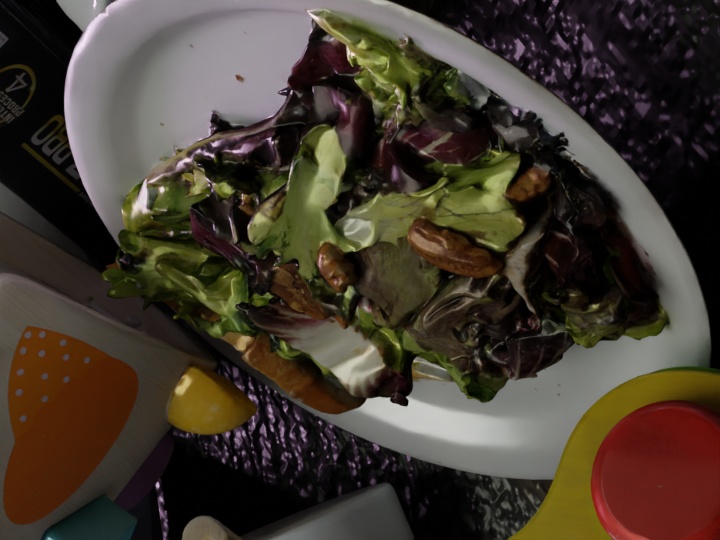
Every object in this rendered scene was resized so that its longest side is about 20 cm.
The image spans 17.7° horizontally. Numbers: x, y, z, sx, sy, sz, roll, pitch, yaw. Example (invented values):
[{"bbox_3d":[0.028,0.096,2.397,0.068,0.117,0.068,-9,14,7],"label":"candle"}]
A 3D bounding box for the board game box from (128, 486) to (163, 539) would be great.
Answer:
[{"bbox_3d":[-0.080,0.187,0.826,0.200,0.041,0.202,-110,13,-71],"label":"board game box"}]

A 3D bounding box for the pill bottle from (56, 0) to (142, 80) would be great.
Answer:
[{"bbox_3d":[-0.091,-0.155,0.692,0.200,0.114,0.115,49,140,26],"label":"pill bottle"}]

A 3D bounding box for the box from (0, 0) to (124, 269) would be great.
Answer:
[{"bbox_3d":[-0.143,-0.094,0.752,0.161,0.049,0.200,50,-178,26],"label":"box"}]

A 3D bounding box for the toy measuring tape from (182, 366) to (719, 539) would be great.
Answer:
[{"bbox_3d":[0.051,0.059,0.611,0.198,0.074,0.074,3,112,22],"label":"toy measuring tape"}]

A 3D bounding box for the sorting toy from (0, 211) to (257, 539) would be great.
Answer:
[{"bbox_3d":[-0.130,0.082,0.732,0.181,0.106,0.200,-61,20,1],"label":"sorting toy"}]

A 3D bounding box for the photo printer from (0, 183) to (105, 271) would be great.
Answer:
[{"bbox_3d":[-0.206,-0.015,0.878,0.200,0.166,0.070,53,164,23],"label":"photo printer"}]

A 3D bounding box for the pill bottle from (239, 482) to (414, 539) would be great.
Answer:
[{"bbox_3d":[0.010,0.175,0.721,0.112,0.111,0.201,-24,87,55],"label":"pill bottle"}]

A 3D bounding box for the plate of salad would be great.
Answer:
[{"bbox_3d":[0.000,0.000,0.638,0.199,0.048,0.201,22,145,16],"label":"plate of salad"}]
